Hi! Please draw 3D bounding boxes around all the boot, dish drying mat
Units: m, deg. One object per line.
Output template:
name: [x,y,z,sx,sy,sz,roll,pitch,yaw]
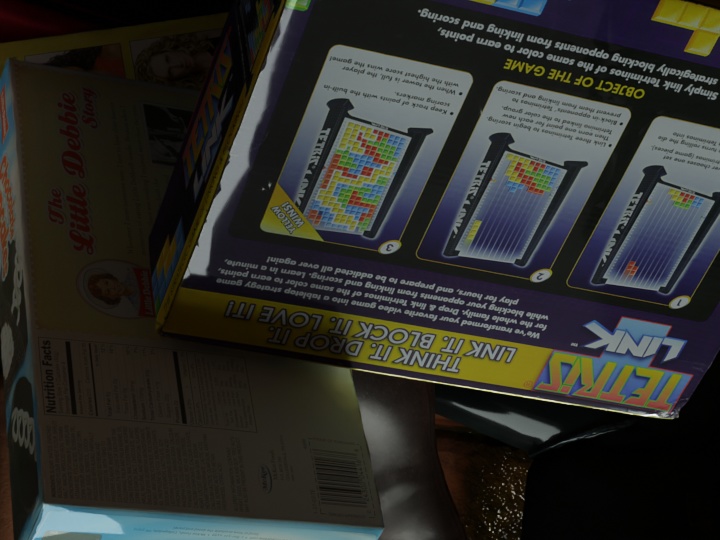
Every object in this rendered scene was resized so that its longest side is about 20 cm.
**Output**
boot: [0.081,0.096,0.811,0.196,0.164,0.073,2,173,1]
boot: [-0.050,0.058,0.793,0.199,0.168,0.072,-4,-161,39]
dish drying mat: [-0.130,-0.102,0.785,0.199,0.018,0.076,12,174,-39]

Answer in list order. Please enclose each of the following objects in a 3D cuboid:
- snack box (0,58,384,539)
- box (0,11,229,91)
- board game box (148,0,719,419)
snack box: [-0.067,0.013,0.645,0.115,0.201,0.037,8,136,-23]
box: [-0.133,-0.055,0.751,0.198,0.051,0.075,-9,152,-9]
board game box: [0.047,-0.040,0.604,0.198,0.057,0.166,11,128,-20]
